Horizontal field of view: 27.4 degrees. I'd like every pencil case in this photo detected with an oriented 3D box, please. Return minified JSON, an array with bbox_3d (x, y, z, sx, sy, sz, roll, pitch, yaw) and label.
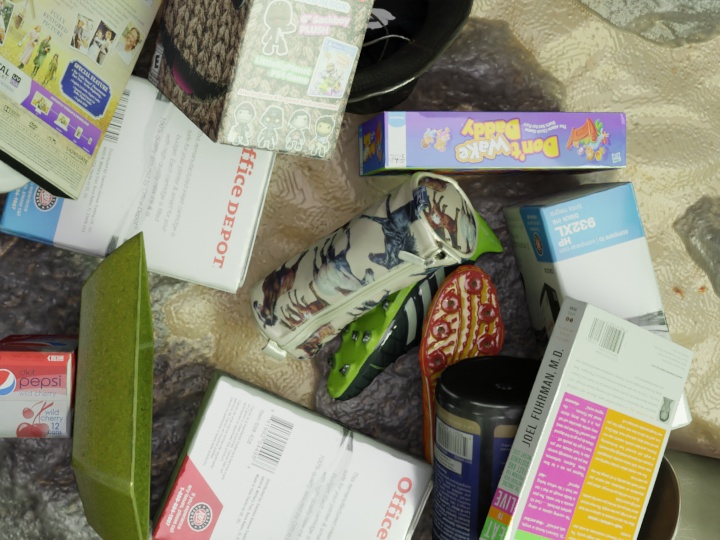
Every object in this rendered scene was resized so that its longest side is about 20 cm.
[{"bbox_3d":[0.000,0.000,1.200,0.199,0.090,0.078,-33,112,27],"label":"pencil case"}]

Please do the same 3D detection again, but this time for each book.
[{"bbox_3d":[0.170,0.135,1.113,0.133,0.048,0.203,22,88,-39],"label":"book"}]

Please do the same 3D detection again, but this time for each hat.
[{"bbox_3d":[0.013,-0.186,1.228,0.199,0.201,0.081,-33,135,-6],"label":"hat"}]

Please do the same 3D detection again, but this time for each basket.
[{"bbox_3d":[0.275,0.223,1.220,0.199,0.135,0.182,28,83,-37],"label":"basket"}]

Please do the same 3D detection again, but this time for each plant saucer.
[{"bbox_3d":[-0.186,0.104,1.123,0.047,0.201,0.202,0,63,-5],"label":"plant saucer"}]

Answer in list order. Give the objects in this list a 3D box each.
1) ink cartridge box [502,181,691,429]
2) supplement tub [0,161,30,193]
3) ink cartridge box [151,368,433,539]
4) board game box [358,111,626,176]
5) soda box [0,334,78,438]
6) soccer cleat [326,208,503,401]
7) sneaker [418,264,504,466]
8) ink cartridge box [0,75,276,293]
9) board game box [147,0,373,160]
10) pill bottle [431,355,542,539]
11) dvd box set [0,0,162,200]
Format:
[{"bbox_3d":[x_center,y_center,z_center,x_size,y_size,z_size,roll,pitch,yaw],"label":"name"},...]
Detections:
[{"bbox_3d":[0.194,0.034,1.238,0.083,0.145,0.203,-15,94,-7],"label":"ink cartridge box"},{"bbox_3d":[-0.322,-0.140,1.121,0.122,0.198,0.124,-25,125,-42],"label":"supplement tub"},{"bbox_3d":[-0.057,0.189,1.234,0.198,0.084,0.146,24,88,-7],"label":"ink cartridge box"},{"bbox_3d":[0.105,-0.104,1.227,0.197,0.134,0.046,-1,91,-8],"label":"board game box"},{"bbox_3d":[-0.249,0.086,1.142,0.069,0.200,0.064,1,91,-8],"label":"soda box"},{"bbox_3d":[0.048,0.036,1.259,0.081,0.067,0.201,37,87,-24],"label":"soccer cleat"},{"bbox_3d":[0.076,0.090,1.245,0.072,0.077,0.203,2,108,-10],"label":"sneaker"},{"bbox_3d":[-0.179,-0.078,1.207,0.197,0.086,0.149,15,89,-11],"label":"ink cartridge box"},{"bbox_3d":[-0.069,-0.206,1.091,0.096,0.159,0.203,6,109,-30],"label":"board game box"},{"bbox_3d":[0.112,0.180,1.180,0.110,0.112,0.203,-2,108,-9],"label":"pill bottle"},{"bbox_3d":[-0.218,-0.172,1.050,0.146,0.029,0.202,37,69,-51],"label":"dvd box set"}]
